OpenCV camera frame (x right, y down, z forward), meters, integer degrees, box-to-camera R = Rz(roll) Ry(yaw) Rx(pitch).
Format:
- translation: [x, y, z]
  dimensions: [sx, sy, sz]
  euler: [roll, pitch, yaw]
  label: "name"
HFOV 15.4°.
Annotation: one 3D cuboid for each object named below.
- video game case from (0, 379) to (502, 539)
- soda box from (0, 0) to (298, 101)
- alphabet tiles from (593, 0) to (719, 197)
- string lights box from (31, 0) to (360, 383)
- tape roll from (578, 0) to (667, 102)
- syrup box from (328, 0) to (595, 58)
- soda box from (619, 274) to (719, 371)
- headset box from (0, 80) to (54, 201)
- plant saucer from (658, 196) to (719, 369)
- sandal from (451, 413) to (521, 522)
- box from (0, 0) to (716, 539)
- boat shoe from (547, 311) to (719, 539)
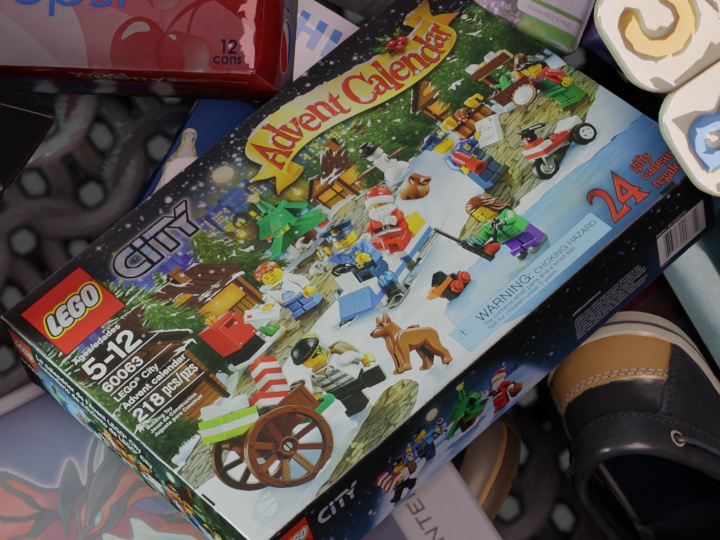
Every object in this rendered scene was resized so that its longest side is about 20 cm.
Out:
- translation: [-0.061, 0.103, 0.872]
  dimensions: [0.199, 0.023, 0.183]
  euler: [-28, 59, -11]
  label: "video game case"
- translation: [-0.124, -0.097, 0.928]
  dimensions: [0.199, 0.070, 0.064]
  euler: [2, 86, 9]
  label: "soda box"
- translation: [0.183, -0.091, 0.858]
  dimensions: [0.195, 0.015, 0.200]
  euler: [-34, 98, -2]
  label: "alphabet tiles"
- translation: [-0.041, 0.007, 0.971]
  dimensions: [0.102, 0.059, 0.201]
  euler: [30, 78, -4]
  label: "string lights box"
- translation: [0.161, -0.147, 0.960]
  dimensions: [0.066, 0.200, 0.201]
  euler: [34, 78, -5]
  label: "tape roll"
- translation: [-0.006, -0.148, 0.987]
  dimensions: [0.199, 0.079, 0.082]
  euler: [23, 80, -8]
  label: "syrup box"
- translation: [0.159, -0.014, 1.006]
  dimensions: [0.199, 0.063, 0.070]
  euler: [-24, 91, -14]
  label: "soda box"
- translation: [-0.220, -0.006, 0.891]
  dimensions: [0.148, 0.075, 0.200]
  euler: [34, 112, -5]
  label: "headset box"
- translation: [0.164, 0.063, 0.929]
  dimensions: [0.019, 0.070, 0.201]
  euler: [-28, 95, 26]
  label: "plant saucer"
- translation: [-0.014, 0.122, 0.952]
  dimensions: [0.054, 0.080, 0.200]
  euler: [40, 71, -18]
  label: "sandal"
- translation: [0.000, 0.000, 0.885]
  dimensions: [0.200, 0.038, 0.136]
  euler: [-40, 55, -18]
  label: "box"
- translation: [0.127, 0.097, 0.930]
  dimensions: [0.200, 0.074, 0.062]
  euler: [51, 29, -36]
  label: "boat shoe"
